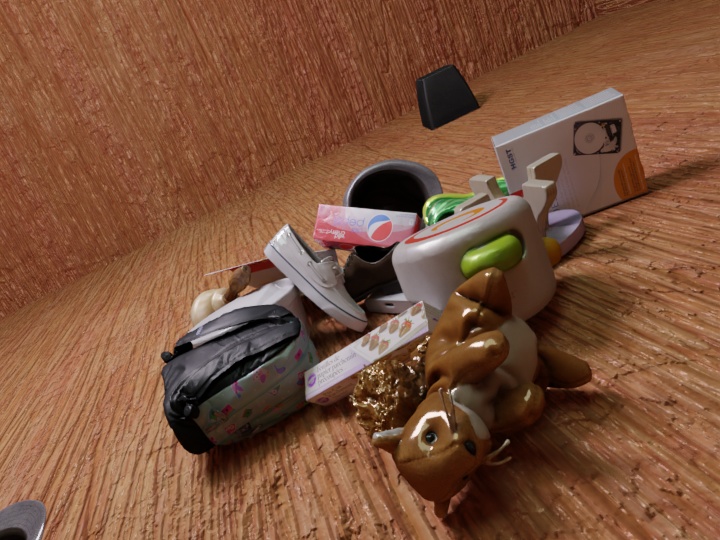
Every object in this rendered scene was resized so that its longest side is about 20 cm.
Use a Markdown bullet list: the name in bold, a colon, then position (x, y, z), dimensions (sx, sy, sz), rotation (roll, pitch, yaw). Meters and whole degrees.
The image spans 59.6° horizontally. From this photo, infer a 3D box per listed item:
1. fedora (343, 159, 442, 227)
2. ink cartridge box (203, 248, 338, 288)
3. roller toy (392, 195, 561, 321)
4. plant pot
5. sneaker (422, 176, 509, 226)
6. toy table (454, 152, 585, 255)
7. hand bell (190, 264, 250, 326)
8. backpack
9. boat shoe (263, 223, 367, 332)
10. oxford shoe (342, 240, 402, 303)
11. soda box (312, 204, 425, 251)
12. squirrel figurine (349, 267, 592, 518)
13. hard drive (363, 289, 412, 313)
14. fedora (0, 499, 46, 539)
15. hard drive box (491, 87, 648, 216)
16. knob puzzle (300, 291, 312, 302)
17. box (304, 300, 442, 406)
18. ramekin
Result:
- **fedora**: position (0.066, -0.120, 1.240), dimensions (0.194, 0.182, 0.090), rotation (-5, -8, 7)
- **ink cartridge box**: position (-0.156, 0.004, 1.137), dimensions (0.159, 0.052, 0.198), rotation (-12, 2, 35)
- **roller toy**: position (0.141, 0.004, 0.773), dimensions (0.180, 0.143, 0.199), rotation (-18, 9, 36)
- **plant pot**: position (0.308, -0.660, 2.364), dimensions (0.196, 0.181, 0.201), rotation (-24, 18, 3)
- **sneaker**: position (0.210, -0.104, 1.116), dimensions (0.195, 0.075, 0.085), rotation (-15, 43, 9)
- **toy table**: position (0.225, -0.075, 0.901), dimensions (0.198, 0.119, 0.182), rotation (-34, 22, -26)
- **hand bell**: position (-0.226, 0.040, 1.102), dimensions (0.104, 0.105, 0.200), rotation (-38, -5, -38)
- **backpack**: position (-0.151, 0.136, 0.820), dimensions (0.197, 0.129, 0.167), rotation (-28, 33, -9)
- **boat shoe**: position (-0.058, 0.009, 0.948), dimensions (0.066, 0.199, 0.074), rotation (-50, -7, 7)
- **oxford shoe**: position (0.000, 0.000, 0.987), dimensions (0.197, 0.085, 0.073), rotation (-22, 21, 33)
- **soda box**: position (0.015, -0.071, 1.139), dimensions (0.195, 0.072, 0.063), rotation (7, -11, 23)
- **squirrel figurine**: position (0.080, 0.126, 0.580), dimensions (0.199, 0.142, 0.188), rotation (-26, 21, 51)
- **hard drive**: position (0.111, -0.001, 0.995), dimensions (0.199, 0.027, 0.131), rotation (-40, 20, -28)
- **fedora**: position (-0.363, 0.336, 0.606), dimensions (0.174, 0.091, 0.201), rotation (-16, 26, 32)
- **hard drive box**: position (0.322, -0.166, 0.981), dimensions (0.196, 0.159, 0.077), rotation (-21, 18, 16)
- **knob puzzle**: position (-0.056, 0.024, 1.160), dimensions (0.214, 0.031, 0.220), rotation (-17, 6, 2)
- **box**: position (0.013, 0.101, 0.733), dimensions (0.198, 0.041, 0.039), rotation (-34, 48, 31)
- **ramekin**: position (-0.167, 0.101, 0.975), dimensions (0.199, 0.096, 0.203), rotation (-26, 12, 6)
